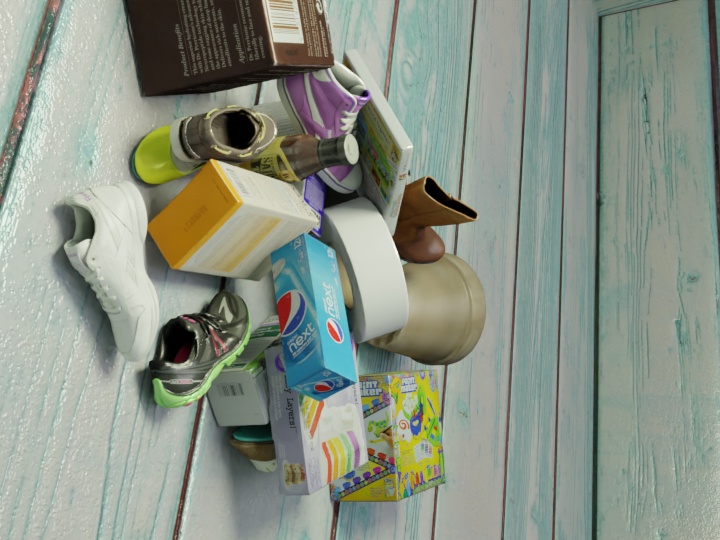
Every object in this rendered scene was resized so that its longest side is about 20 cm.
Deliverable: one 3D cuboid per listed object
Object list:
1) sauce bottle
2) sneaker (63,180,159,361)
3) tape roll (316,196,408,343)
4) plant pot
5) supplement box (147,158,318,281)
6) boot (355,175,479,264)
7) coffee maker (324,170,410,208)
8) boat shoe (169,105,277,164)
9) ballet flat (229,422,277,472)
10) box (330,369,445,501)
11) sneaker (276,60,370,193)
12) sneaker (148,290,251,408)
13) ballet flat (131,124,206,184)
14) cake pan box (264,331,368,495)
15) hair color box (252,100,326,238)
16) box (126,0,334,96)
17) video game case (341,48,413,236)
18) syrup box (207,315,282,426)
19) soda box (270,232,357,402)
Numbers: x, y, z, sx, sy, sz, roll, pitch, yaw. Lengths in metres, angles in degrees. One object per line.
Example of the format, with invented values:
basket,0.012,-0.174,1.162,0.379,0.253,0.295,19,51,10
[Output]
sauce bottle,-0.099,-0.151,1.359,0.066,0.198,0.067,20,67,-58
sneaker,-0.282,0.005,1.120,0.099,0.074,0.203,-12,96,-45
tape roll,0.000,0.000,1.463,0.202,0.070,0.205,162,-90,-75
plant pot,0.089,0.068,1.737,0.172,0.199,0.203,0,84,-48
supplement box,-0.159,-0.059,1.286,0.074,0.126,0.199,54,17,21
boot,0.107,-0.077,1.510,0.188,0.199,0.069,37,63,-26
coffee maker,-0.015,-0.094,1.630,0.191,0.134,0.203,1,81,-39
boat shoe,-0.155,-0.171,1.255,0.199,0.059,0.073,-18,99,-61
ballet flat,-0.119,0.236,1.403,0.200,0.067,0.073,-27,127,-66
box,0.044,0.265,1.646,0.199,0.121,0.195,7,79,-63
sneaker,-0.024,-0.195,1.376,0.201,0.113,0.073,58,38,-31
sneaker,-0.197,0.083,1.248,0.201,0.076,0.084,-62,142,-51
ballet flat,-0.210,-0.159,1.283,0.200,0.066,0.068,-34,113,-61
cake pan box,-0.057,0.183,1.363,0.184,0.052,0.203,-5,89,-66
hair color box,-0.107,-0.144,1.443,0.065,0.108,0.202,40,50,-54
box,-0.163,-0.319,1.264,0.164,0.198,0.168,-24,106,-63
video game case,0.013,-0.178,1.423,0.183,0.023,0.201,101,-31,-52
syrup box,-0.125,0.131,1.379,0.200,0.078,0.082,-44,123,-58
soda box,-0.061,0.057,1.280,0.068,0.064,0.202,31,39,-46
